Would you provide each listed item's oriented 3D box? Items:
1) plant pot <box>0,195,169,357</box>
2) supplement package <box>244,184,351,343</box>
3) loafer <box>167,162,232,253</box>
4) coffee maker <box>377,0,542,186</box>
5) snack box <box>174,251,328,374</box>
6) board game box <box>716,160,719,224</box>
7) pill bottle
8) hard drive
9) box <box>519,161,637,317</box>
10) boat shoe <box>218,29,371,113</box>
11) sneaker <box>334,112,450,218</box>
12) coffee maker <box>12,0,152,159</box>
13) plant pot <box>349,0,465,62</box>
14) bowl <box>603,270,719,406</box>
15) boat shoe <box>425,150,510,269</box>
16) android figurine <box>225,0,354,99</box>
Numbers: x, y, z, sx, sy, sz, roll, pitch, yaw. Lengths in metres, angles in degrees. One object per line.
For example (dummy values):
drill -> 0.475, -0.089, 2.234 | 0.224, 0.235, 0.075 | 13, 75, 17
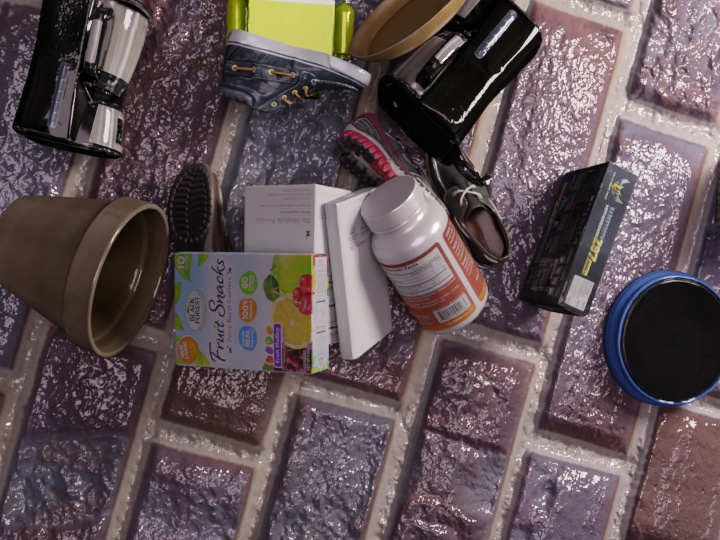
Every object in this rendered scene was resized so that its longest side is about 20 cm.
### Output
plant pot -> -0.364, -0.012, 1.069 | 0.170, 0.200, 0.204 | 17, 89, 8
supplement package -> -0.082, -0.007, 1.117 | 0.111, 0.109, 0.205 | 1, 91, 25
loafer -> -0.213, -0.042, 1.143 | 0.071, 0.071, 0.205 | -1, 92, 20
coffee maker -> 0.149, -0.254, 1.144 | 0.200, 0.134, 0.193 | -48, 112, -12
snack box -> -0.137, 0.050, 1.052 | 0.196, 0.053, 0.146 | 2, 92, 23
board game box -> 0.646, -0.113, 1.213 | 0.195, 0.159, 0.099 | 3, 90, -8
pill bottle -> 0.083, -0.021, 1.127 | 0.111, 0.112, 0.202 | -37, 118, -6
hard drive -> 0.000, 0.000, 1.127 | 0.026, 0.131, 0.205 | 1, 104, 26
box -> 0.298, -0.042, 1.165 | 0.050, 0.158, 0.204 | 22, 87, -8
boat shoe -> -0.089, -0.248, 1.121 | 0.196, 0.071, 0.093 | 15, 95, -2
sneaker -> 0.057, -0.135, 1.173 | 0.200, 0.080, 0.075 | 46, 54, -14
coffee maker -> -0.381, -0.261, 1.093 | 0.188, 0.135, 0.205 | 14, 88, 15
plant pot -> 0.071, -0.341, 1.116 | 0.200, 0.200, 0.028 | -45, 118, -4
bowl -> 0.461, 0.102, 1.251 | 0.196, 0.039, 0.206 | 0, 91, -8
boat shoe -> 0.156, -0.100, 1.191 | 0.071, 0.068, 0.203 | -26, 91, -6
android figurine -> -0.096, -0.342, 1.161 | 0.177, 0.041, 0.205 | 0, 94, -7
